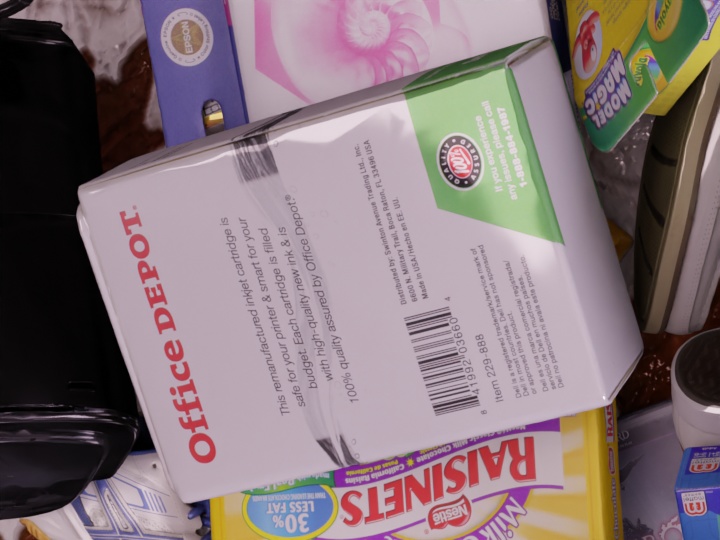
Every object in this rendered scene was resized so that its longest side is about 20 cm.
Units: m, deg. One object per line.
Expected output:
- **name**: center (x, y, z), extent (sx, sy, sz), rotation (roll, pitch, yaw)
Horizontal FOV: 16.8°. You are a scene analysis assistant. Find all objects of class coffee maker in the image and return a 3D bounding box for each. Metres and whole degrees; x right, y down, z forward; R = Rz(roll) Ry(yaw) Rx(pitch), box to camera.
- **coffee maker**: center (-0.177, -0.004, 1.121), extent (0.134, 0.192, 0.201), rotation (-11, 65, 0)

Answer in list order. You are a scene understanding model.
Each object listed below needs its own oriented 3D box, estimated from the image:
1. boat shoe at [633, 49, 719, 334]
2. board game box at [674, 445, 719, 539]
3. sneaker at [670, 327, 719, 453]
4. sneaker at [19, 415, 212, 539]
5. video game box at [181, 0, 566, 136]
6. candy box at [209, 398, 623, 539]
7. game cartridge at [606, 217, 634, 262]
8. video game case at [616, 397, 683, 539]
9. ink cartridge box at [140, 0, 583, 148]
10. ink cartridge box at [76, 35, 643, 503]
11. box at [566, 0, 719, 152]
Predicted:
- **boat shoe**: center (0.165, -0.063, 1.050), extent (0.068, 0.075, 0.201), rotation (7, 111, -8)
- **board game box**: center (0.222, 0.165, 1.010), extent (0.151, 0.045, 0.201), rotation (-8, 109, 18)
- **sneaker**: center (0.235, 0.065, 1.043), extent (0.198, 0.073, 0.085), rotation (1, 135, 13)
- **sneaker**: center (-0.091, 0.128, 1.178), extent (0.200, 0.075, 0.088), rotation (42, 107, 17)
- **video game box**: center (-0.007, -0.179, 1.128), extent (0.199, 0.047, 0.183), rotation (-22, 73, 20)
- **candy box**: center (0.021, 0.092, 1.102), extent (0.199, 0.026, 0.103), rotation (-6, 87, 26)
- **game cartridge**: center (0.003, 0.000, 1.145), extent (0.200, 0.032, 0.177), rotation (38, 103, 21)
- **video game case**: center (0.131, 0.169, 1.109), extent (0.142, 0.019, 0.201), rotation (-22, 84, 24)
- **ink cartridge box**: center (-0.001, -0.058, 1.080), extent (0.198, 0.043, 0.198), rotation (-8, 99, 17)
- **ink cartridge box**: center (0.000, 0.000, 1.024), extent (0.199, 0.084, 0.147), rotation (-14, 100, 21)
- **box**: center (0.124, -0.157, 1.010), extent (0.048, 0.117, 0.201), rotation (8, 62, -15)
